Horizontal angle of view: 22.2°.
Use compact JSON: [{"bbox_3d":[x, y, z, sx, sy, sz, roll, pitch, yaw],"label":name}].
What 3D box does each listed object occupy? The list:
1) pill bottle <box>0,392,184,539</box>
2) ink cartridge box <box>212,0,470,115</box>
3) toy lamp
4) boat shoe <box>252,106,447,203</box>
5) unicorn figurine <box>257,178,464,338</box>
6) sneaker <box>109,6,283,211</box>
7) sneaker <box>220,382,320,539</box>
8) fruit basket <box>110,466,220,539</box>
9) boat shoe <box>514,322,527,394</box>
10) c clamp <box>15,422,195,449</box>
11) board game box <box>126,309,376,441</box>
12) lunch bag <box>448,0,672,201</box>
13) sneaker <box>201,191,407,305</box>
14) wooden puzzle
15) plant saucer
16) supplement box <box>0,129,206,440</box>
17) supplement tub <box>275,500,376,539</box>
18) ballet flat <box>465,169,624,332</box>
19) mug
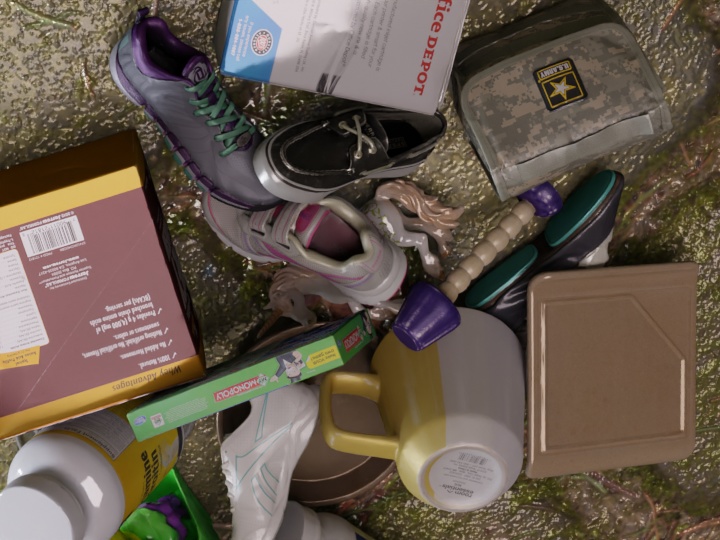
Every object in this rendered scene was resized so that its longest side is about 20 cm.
[{"bbox_3d":[-0.244,0.180,1.632,0.111,0.200,0.113,8,116,18],"label":"pill bottle"},{"bbox_3d":[-0.016,-0.232,1.592,0.198,0.086,0.148,9,112,-15],"label":"ink cartridge box"},{"bbox_3d":[0.105,-0.007,1.683,0.200,0.058,0.058,-48,116,-18],"label":"toy lamp"},{"bbox_3d":[-0.007,-0.112,1.603,0.199,0.071,0.064,-17,165,-43],"label":"boat shoe"},{"bbox_3d":[0.000,0.000,1.713,0.137,0.074,0.201,30,89,-20],"label":"unicorn figurine"},{"bbox_3d":[-0.135,-0.135,1.573,0.200,0.088,0.074,43,64,0],"label":"sneaker"},{"bbox_3d":[-0.100,0.194,1.737,0.080,0.070,0.202,18,89,-5],"label":"sneaker"},{"bbox_3d":[-0.243,0.276,1.731,0.214,0.156,0.217,-13,130,-16],"label":"fruit basket"},{"bbox_3d":[0.208,0.107,1.789,0.198,0.069,0.072,18,109,-17],"label":"boat shoe"},{"bbox_3d":[-0.261,0.128,1.739,0.198,0.027,0.172,-19,115,-1],"label":"c clamp"},{"bbox_3d":[-0.093,0.090,1.612,0.199,0.135,0.029,-21,95,15],"label":"board game box"},{"bbox_3d":[0.169,-0.148,1.599,0.163,0.200,0.118,-21,116,1],"label":"lunch bag"},{"bbox_3d":[-0.053,-0.043,1.634,0.198,0.088,0.082,21,75,13],"label":"sneaker"},{"bbox_3d":[0.237,0.092,1.742,0.183,0.037,0.202,-4,103,-23],"label":"wooden puzzle"},{"bbox_3d":[-0.042,0.136,1.781,0.198,0.030,0.202,-3,114,-8],"label":"plant saucer"},{"bbox_3d":[-0.258,0.011,1.618,0.196,0.133,0.202,-17,109,-2],"label":"supplement box"},{"bbox_3d":[-0.020,0.328,1.802,0.199,0.145,0.145,36,103,-24],"label":"supplement tub"},{"bbox_3d":[0.188,-0.011,1.736,0.073,0.073,0.200,40,107,-23],"label":"ballet flat"},{"bbox_3d":[0.071,0.146,1.693,0.185,0.154,0.150,-22,126,12],"label":"mug"}]
